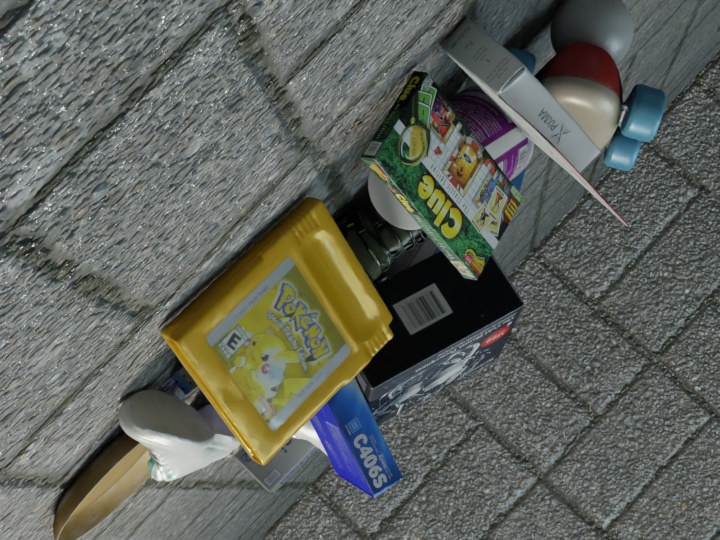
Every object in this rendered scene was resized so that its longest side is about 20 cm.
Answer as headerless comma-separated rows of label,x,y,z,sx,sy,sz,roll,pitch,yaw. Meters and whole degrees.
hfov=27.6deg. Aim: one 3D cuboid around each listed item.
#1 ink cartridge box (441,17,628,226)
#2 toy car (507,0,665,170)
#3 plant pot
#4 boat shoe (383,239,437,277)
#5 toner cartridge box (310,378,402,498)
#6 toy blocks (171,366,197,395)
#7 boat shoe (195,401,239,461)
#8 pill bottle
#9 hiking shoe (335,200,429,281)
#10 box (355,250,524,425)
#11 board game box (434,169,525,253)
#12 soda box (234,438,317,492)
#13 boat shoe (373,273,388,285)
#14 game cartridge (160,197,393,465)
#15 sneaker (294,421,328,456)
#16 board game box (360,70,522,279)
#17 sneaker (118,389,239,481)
ink cartridge box,0.182,-0.142,1.412,0.044,0.174,0.200,-48,144,6
toy car,0.257,-0.245,1.690,0.177,0.184,0.200,104,2,-72
plant pot,-0.263,0.217,1.589,0.200,0.027,0.200,-45,171,-9
boat shoe,0.069,-0.069,1.721,0.200,0.069,0.072,-61,-172,-28
toner cartridge box,-0.028,0.148,1.614,0.043,0.200,0.095,-33,-158,-20
toy blocks,-0.109,0.069,1.506,0.200,0.100,0.137,-41,-179,-29
boat shoe,-0.163,0.176,1.765,0.073,0.074,0.200,-55,-178,-15
pill bottle,0.092,-0.115,1.524,0.200,0.112,0.112,-35,165,-51
hiking shoe,0.034,-0.050,1.579,0.101,0.076,0.200,-24,-161,42
box,0.065,0.074,1.660,0.200,0.104,0.182,-28,163,-14
board game box,0.136,-0.081,1.811,0.196,0.056,0.200,-56,-169,46
soda box,-0.060,0.177,1.778,0.200,0.063,0.068,-46,172,-6
boat shoe,-0.001,0.002,1.725,0.074,0.068,0.199,-52,169,25
game cartridge,-0.071,0.058,1.404,0.200,0.176,0.032,-44,-148,-19
sneaker,-0.087,0.150,1.694,0.087,0.200,0.075,-35,-156,14
board game box,0.083,-0.088,1.414,0.200,0.023,0.105,46,69,-40
sneaker,-0.194,0.179,1.498,0.088,0.075,0.200,-44,154,11
